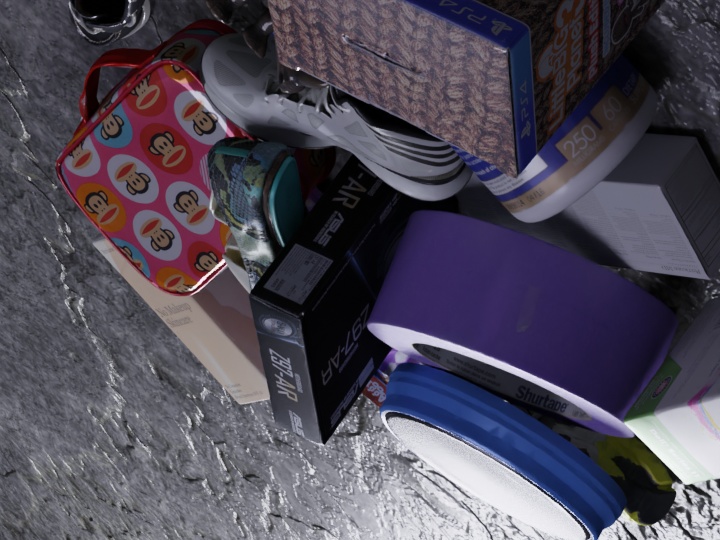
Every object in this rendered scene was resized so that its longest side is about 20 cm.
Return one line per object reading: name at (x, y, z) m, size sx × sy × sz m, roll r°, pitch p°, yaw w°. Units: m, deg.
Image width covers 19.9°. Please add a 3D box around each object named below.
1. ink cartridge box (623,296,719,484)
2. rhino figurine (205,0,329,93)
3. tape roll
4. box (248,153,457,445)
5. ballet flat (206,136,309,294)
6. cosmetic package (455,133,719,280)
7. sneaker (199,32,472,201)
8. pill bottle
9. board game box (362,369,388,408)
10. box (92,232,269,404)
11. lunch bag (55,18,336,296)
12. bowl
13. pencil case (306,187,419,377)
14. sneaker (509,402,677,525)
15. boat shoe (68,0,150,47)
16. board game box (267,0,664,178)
ink cartridge box at (0.264, 0.060, 1.266) m, size 0.067 × 0.117 × 0.200 m, roll 45°, pitch 154°, yaw -10°
rhino figurine at (-0.051, -0.182, 1.293) m, size 0.060 × 0.087 × 0.201 m, roll 31°, pitch -155°, yaw -43°
tape roll at (0.110, 0.037, 1.395) m, size 0.198 × 0.086 × 0.200 m, roll 22°, pitch 173°, yaw 3°
box at (0.000, 0.000, 1.440) m, size 0.043 × 0.201 × 0.161 m, roll 23°, pitch 148°, yaw 22°
ballet flat at (-0.067, -0.026, 1.412) m, size 0.074 × 0.074 × 0.201 m, roll 28°, pitch 151°, yaw 25°
cosmetic package at (0.147, -0.049, 1.336) m, size 0.199 × 0.051 × 0.083 m, roll 10°, pitch 140°, yaw 48°
sneaker at (-0.018, -0.123, 1.319) m, size 0.199 × 0.076 × 0.116 m, roll 24°, pitch 162°, yaw 14°
pill bottle at (0.075, -0.136, 1.228) m, size 0.200 × 0.116 × 0.116 m, roll 46°, pitch 154°, yaw -11°
board game box at (-0.035, 0.045, 1.645) m, size 0.103 × 0.019 × 0.200 m, roll 39°, pitch -176°, yaw -19°
box at (-0.129, 0.016, 1.781) m, size 0.200 × 0.078 × 0.095 m, roll 48°, pitch 154°, yaw -13°
lunch bag at (-0.133, -0.088, 1.496) m, size 0.176 × 0.082 × 0.200 m, roll 46°, pitch 136°, yaw -12°
bowl at (0.101, 0.139, 1.513) m, size 0.200 × 0.040 × 0.201 m, roll 31°, pitch 167°, yaw 8°
pencil case at (-0.012, -0.002, 1.593) m, size 0.199 × 0.084 × 0.086 m, roll 39°, pitch 126°, yaw 4°
sneaker at (0.153, 0.122, 1.560) m, size 0.200 × 0.075 × 0.084 m, roll 51°, pitch 153°, yaw -18°
boat shoe at (-0.190, -0.211, 1.538) m, size 0.074 × 0.060 × 0.200 m, roll 44°, pitch 154°, yaw -7°
board game box at (0.070, -0.175, 1.080) m, size 0.159 × 0.200 × 0.097 m, roll 27°, pitch 151°, yaw 25°
